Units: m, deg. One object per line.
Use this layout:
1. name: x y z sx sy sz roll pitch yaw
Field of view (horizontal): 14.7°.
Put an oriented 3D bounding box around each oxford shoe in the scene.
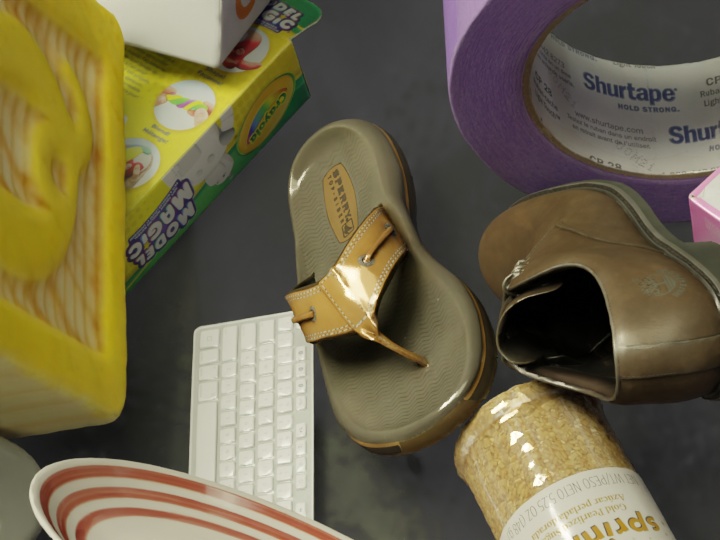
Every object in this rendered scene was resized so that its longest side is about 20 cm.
1. oxford shoe: 0.085 0.007 1.135 0.084 0.073 0.200 -8 13 -19

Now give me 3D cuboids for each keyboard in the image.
1. keyboard: -0.047 0.103 1.183 0.056 0.011 0.200 -6 54 8

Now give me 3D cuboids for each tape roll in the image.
1. tape roll: 0.135 -0.105 1.172 0.199 0.200 0.066 -7 54 8

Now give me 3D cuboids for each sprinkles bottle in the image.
1. sprinkles bottle: 0.103 0.135 1.091 0.068 0.068 0.200 -24 53 -5

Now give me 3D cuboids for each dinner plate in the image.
1. dinner plate: -0.037 0.127 1.071 0.200 0.200 0.024 29 100 28

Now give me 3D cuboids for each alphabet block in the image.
1. alphabet block: -0.228 -0.037 1.169 0.199 0.195 0.197 -11 69 22

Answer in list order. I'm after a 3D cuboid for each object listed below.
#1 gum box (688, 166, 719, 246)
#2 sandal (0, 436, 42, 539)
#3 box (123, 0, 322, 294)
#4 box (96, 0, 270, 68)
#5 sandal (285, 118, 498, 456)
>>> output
1. gum box: 0.228 0.035 1.105 0.066 0.114 0.200 -41 57 -18
2. sandal: -0.230 0.122 1.179 0.202 0.083 0.050 -27 25 -8
3. box: -0.114 -0.068 1.298 0.117 0.048 0.200 30 68 30
4. box: -0.069 -0.206 1.299 0.097 0.125 0.200 14 40 16
5. sandal: 0.000 0.000 1.193 0.082 0.055 0.200 -38 43 22
